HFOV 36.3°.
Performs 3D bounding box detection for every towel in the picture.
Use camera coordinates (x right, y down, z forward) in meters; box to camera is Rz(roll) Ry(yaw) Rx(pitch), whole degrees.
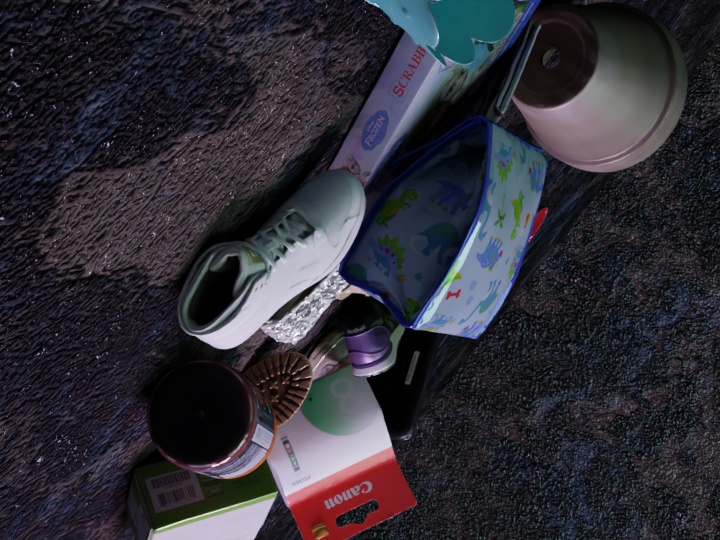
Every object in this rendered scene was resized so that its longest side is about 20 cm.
[{"bbox_3d":[0.121,-0.157,1.158,0.144,0.023,0.200,-66,-174,-34],"label":"towel"}]

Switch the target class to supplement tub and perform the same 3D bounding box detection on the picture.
[{"bbox_3d":[-0.143,0.155,1.114,0.107,0.107,0.200,-48,168,-8],"label":"supplement tub"}]

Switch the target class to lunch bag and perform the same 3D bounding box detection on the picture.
[{"bbox_3d":[0.094,-0.047,1.058,0.200,0.127,0.170,-57,155,11],"label":"lunch bag"}]

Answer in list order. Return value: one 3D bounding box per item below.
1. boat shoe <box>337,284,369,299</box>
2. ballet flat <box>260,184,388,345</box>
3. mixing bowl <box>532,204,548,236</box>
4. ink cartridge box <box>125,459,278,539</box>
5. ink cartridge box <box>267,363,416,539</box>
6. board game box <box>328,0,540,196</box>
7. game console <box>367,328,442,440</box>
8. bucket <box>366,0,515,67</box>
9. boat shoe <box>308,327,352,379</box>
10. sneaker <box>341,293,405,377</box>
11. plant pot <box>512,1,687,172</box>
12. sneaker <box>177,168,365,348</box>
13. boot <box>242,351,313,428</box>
[{"bbox_3d":[0.000,0.000,1.232,0.072,0.065,0.200,-47,174,-20],"label":"boat shoe"},{"bbox_3d":[-0.039,-0.009,1.105,0.200,0.072,0.072,-54,167,12],"label":"ballet flat"},{"bbox_3d":[0.175,-0.048,1.626,0.200,0.108,0.200,-46,167,-13],"label":"mixing bowl"},{"bbox_3d":[-0.193,0.285,1.266,0.147,0.076,0.200,-12,150,-26],"label":"ink cartridge box"},{"bbox_3d":[-0.035,0.240,1.418,0.160,0.201,0.050,-23,163,-16],"label":"ink cartridge box"},{"bbox_3d":[0.071,-0.175,1.042,0.199,0.041,0.200,-34,161,-51],"label":"board game box"},{"bbox_3d":[0.043,0.152,1.594,0.116,0.175,0.201,43,59,-53],"label":"game console"},{"bbox_3d":[0.054,-0.231,0.601,0.207,0.135,0.207,-48,167,-15],"label":"bucket"},{"bbox_3d":[-0.059,0.172,1.539,0.074,0.069,0.200,-34,159,-51],"label":"boat shoe"},{"bbox_3d":[0.013,0.060,1.457,0.075,0.088,0.200,-18,-163,7],"label":"sneaker"},{"bbox_3d":[0.250,-0.225,1.255,0.200,0.200,0.173,-54,150,17],"label":"plant pot"},{"bbox_3d":[-0.073,-0.013,0.939,0.200,0.074,0.116,-49,171,-1],"label":"sneaker"},{"bbox_3d":[-0.114,0.158,1.321,0.200,0.075,0.107,-47,173,27],"label":"boot"}]
